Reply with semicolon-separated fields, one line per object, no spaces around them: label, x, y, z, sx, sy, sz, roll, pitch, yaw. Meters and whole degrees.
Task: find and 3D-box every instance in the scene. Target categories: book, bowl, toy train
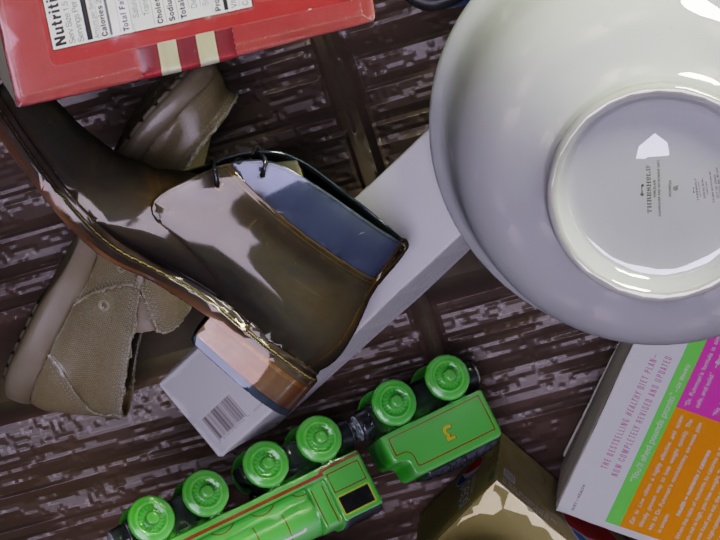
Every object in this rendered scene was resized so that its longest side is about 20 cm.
book;0.210;0.086;1.371;0.200;0.048;0.134;21;121;-4
bowl;0.127;-0.046;1.231;0.201;0.090;0.201;2;112;4
toy train;-0.024;0.101;1.369;0.200;0.042;0.056;-25;85;-17

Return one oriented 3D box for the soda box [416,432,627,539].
soda box;0.120;0.174;1.410;0.200;0.068;0.064;40;106;-8

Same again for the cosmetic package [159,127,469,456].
cosmetic package;0.000;0.000;1.354;0.200;0.083;0.051;-43;82;16

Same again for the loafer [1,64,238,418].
loafer;-0.102;-0.012;1.371;0.067;0.076;0.200;27;117;-6

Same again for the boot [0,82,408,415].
boot;-0.073;-0.036;1.287;0.200;0.075;0.097;43;96;-12

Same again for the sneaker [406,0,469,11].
sneaker;0.063;-0.194;1.271;0.080;0.115;0.200;21;109;-3

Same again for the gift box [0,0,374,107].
gift box;-0.087;-0.174;1.260;0.200;0.187;0.185;-10;106;-12
